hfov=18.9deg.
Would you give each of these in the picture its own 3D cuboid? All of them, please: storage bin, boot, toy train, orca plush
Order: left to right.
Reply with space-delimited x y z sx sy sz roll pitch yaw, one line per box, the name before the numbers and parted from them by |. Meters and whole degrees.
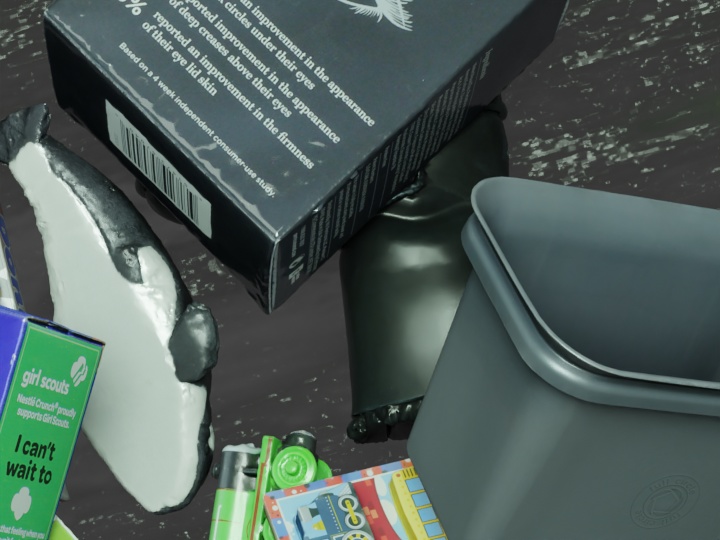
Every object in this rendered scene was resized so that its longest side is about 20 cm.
orca plush | -0.119 0.016 1.050 0.105 0.071 0.201 -38 85 21
toy train | -0.054 0.173 1.015 0.056 0.042 0.202 4 76 16
boot | -0.001 0.000 1.033 0.196 0.073 0.164 -11 78 0
storage bin | 0.116 0.053 0.934 0.198 0.135 0.146 8 35 -29

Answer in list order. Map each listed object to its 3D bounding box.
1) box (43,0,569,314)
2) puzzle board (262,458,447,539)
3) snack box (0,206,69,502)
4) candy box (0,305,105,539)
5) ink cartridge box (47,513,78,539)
box | -0.020 -0.109 0.964 0.200 0.104 0.148 -43 79 -15
puzzle board | 0.058 0.159 0.939 0.149 0.017 0.201 -13 52 -15
snack box | -0.202 0.026 1.070 0.071 0.024 0.202 -16 75 2
candy box | -0.221 0.100 0.922 0.168 0.077 0.202 14 86 21
ink cartridge box | -0.207 0.126 0.994 0.200 0.076 0.148 44 95 19
